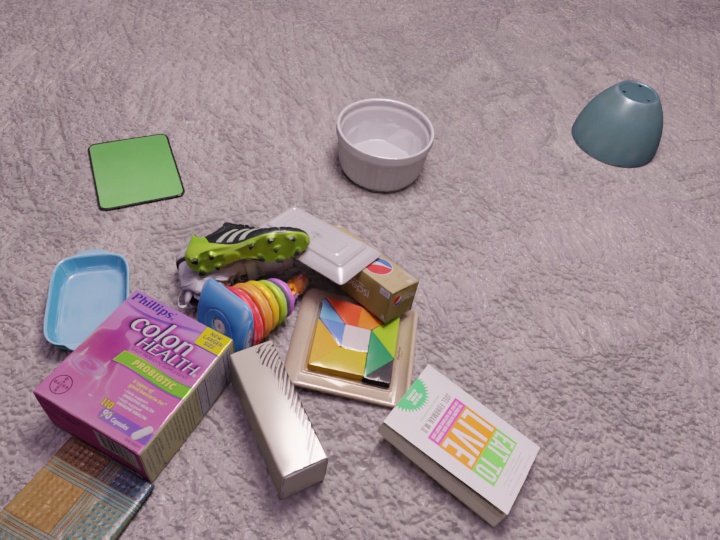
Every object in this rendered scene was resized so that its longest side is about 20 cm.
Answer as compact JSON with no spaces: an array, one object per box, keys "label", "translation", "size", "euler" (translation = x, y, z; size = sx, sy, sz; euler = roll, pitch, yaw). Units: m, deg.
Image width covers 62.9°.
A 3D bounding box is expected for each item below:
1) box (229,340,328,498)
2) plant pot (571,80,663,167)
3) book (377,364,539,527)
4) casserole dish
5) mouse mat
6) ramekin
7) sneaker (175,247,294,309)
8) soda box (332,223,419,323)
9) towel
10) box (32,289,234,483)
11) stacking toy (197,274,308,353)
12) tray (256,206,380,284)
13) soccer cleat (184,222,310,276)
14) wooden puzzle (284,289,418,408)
[{"label":"box","translation":[-0.118,0.204,0.827],"size":[0.068,0.082,0.200],"euler":[-18,56,-23]},{"label":"plant pot","translation":[0.610,-0.354,1.360],"size":[0.199,0.135,0.201],"euler":[4,50,-4]},{"label":"book","translation":[0.142,0.242,0.845],"size":[0.200,0.048,0.134],"euler":[35,48,14]},{"label":"casserole dish","translation":[-0.430,0.051,0.940],"size":[0.121,0.039,0.200],"euler":[-6,50,-12]},{"label":"mouse mat","translation":[-0.447,-0.200,1.170],"size":[0.160,0.008,0.200],"euler":[-14,54,-18]},{"label":"ramekin","translation":[0.045,-0.255,1.219],"size":[0.199,0.105,0.201],"euler":[4,50,-5]},{"label":"sneaker","translation":[-0.209,0.014,0.980],"size":[0.199,0.075,0.115],"euler":[-4,51,-5]},{"label":"soda box","translation":[0.000,0.000,1.001],"size":[0.068,0.064,0.200],"euler":[-22,48,-40]},{"label":"towel","translation":[-0.378,0.321,0.732],"size":[0.146,0.022,0.200],"euler":[25,50,12]},{"label":"box","translation":[-0.305,0.156,0.830],"size":[0.175,0.097,0.200],"euler":[25,51,14]},{"label":"stacking toy","translation":[-0.151,0.053,0.945],"size":[0.110,0.116,0.200],"euler":[32,36,25]},{"label":"tray","translation":[-0.074,-0.052,0.982],"size":[0.200,0.022,0.107],"euler":[30,47,25]},{"label":"soccer cleat","translation":[-0.181,-0.048,0.939],"size":[0.199,0.068,0.081],"euler":[-10,47,-1]},{"label":"wooden puzzle","translation":[-0.012,0.116,0.943],"size":[0.199,0.037,0.185],"euler":[10,50,1]}]
